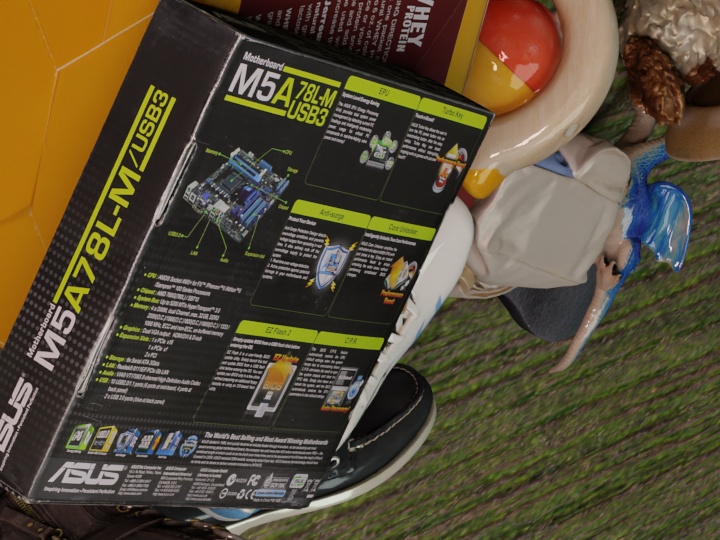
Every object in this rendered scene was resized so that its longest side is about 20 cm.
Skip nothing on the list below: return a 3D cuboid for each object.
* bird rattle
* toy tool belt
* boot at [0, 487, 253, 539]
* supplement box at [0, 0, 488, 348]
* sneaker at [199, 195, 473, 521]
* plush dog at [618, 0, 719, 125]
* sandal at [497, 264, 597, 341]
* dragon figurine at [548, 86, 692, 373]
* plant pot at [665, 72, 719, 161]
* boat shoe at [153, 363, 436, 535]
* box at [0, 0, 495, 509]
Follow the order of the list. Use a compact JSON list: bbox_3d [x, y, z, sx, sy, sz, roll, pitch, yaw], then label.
[{"bbox_3d":[0.060,-0.126,1.297,0.200,0.163,0.113,-40,158,-5],"label":"bird rattle"},{"bbox_3d":[0.050,-0.053,1.428,0.200,0.123,0.125,12,105,-53],"label":"toy tool belt"},{"bbox_3d":[-0.099,0.117,1.119,0.200,0.174,0.069,-40,116,-30],"label":"boot"},{"bbox_3d":[-0.066,-0.072,1.101,0.200,0.133,0.197,-19,131,-50],"label":"supplement box"},{"bbox_3d":[-0.010,0.043,1.255,0.200,0.072,0.072,-48,121,-5],"label":"sneaker"},{"bbox_3d":[0.217,-0.172,1.511,0.172,0.160,0.200,-45,177,37],"label":"plush dog"},{"bbox_3d":[0.098,-0.012,1.638,0.076,0.043,0.200,-57,143,1],"label":"sandal"},{"bbox_3d":[0.171,-0.029,1.627,0.099,0.059,0.200,-12,112,-47],"label":"dragon figurine"},{"bbox_3d":[0.271,-0.119,1.533,0.200,0.027,0.200,-23,-168,5],"label":"plant pot"},{"bbox_3d":[-0.044,0.082,1.331,0.199,0.075,0.066,-19,132,-24],"label":"boat shoe"},{"bbox_3d":[-0.047,0.001,1.014,0.200,0.048,0.193,9,106,-59],"label":"box"}]
